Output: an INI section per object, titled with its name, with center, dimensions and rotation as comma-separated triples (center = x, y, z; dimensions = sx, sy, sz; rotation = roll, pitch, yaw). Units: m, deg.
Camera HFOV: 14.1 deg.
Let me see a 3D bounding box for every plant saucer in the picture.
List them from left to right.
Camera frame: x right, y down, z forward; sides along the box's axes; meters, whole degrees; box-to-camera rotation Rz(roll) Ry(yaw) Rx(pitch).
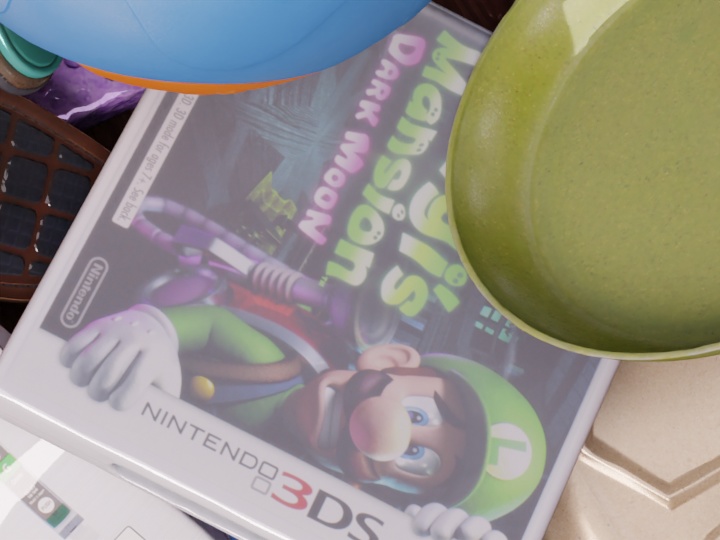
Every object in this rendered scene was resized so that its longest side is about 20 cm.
[plant saucer]
center = 0.120, -0.051, 0.920
dimensions = 0.199, 0.031, 0.201
rotation = -20, 48, 24

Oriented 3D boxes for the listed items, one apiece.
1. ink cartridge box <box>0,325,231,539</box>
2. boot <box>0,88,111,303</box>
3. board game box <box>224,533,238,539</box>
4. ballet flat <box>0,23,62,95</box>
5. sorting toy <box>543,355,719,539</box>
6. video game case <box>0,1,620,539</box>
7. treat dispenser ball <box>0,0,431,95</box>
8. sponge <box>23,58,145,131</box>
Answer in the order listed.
[ink cartridge box]
center = -0.164, 0.086, 0.951
dimensions = 0.161, 0.050, 0.200
rotation = -46, 112, 3
[boot]
center = -0.170, -0.032, 1.002
dimensions = 0.199, 0.097, 0.075
rotation = 15, 81, -20
[board game box]
center = -0.006, 0.079, 1.002
dimensions = 0.103, 0.019, 0.201
rotation = -24, 84, 7
[ballet flat]
center = -0.147, -0.152, 0.991
dimensions = 0.073, 0.073, 0.201
rotation = -10, 84, -1
[sorting toy]
center = 0.155, 0.061, 1.007
dimensions = 0.200, 0.036, 0.186
rotation = -31, 84, 1
[video game case]
center = 0.000, 0.000, 0.959
dimensions = 0.181, 0.023, 0.200
rotation = 27, 65, -1
[treat dispenser ball]
center = -0.048, -0.155, 0.893
dimensions = 0.200, 0.201, 0.202
rotation = 0, 84, 0
[sponge]
center = -0.054, -0.130, 1.028
dimensions = 0.199, 0.030, 0.112
rotation = -23, 83, -1
